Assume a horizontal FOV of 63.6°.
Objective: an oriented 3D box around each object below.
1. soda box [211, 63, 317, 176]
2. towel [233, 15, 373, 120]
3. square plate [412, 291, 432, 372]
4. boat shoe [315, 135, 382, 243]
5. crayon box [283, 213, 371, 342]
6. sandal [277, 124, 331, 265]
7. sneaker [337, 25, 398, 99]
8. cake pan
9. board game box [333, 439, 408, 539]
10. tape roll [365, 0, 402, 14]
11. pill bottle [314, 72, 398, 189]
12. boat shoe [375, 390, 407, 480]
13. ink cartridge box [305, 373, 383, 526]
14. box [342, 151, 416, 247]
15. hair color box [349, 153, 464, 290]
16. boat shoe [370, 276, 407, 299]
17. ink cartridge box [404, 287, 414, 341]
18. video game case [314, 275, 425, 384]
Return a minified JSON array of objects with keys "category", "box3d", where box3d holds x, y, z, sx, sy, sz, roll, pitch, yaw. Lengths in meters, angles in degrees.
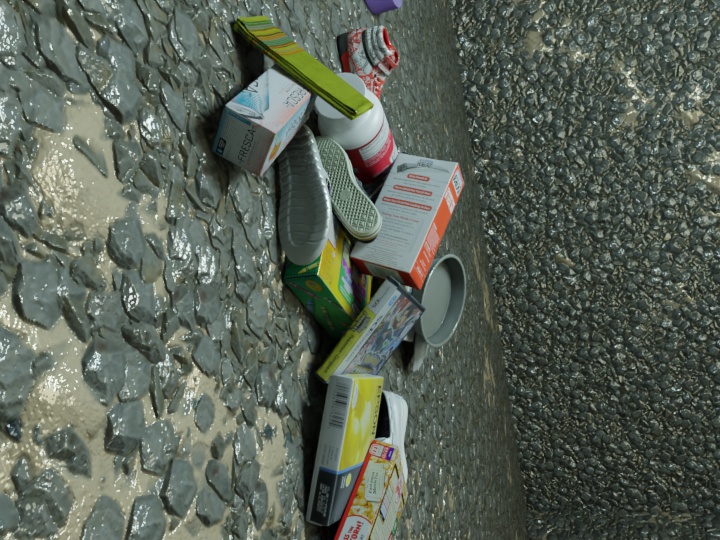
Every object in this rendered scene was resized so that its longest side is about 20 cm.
[{"category":"soda box","box3d":[-0.112,-0.200,0.734,0.064,0.068,0.201,-60,-174,36]},{"category":"towel","box3d":[-0.071,-0.276,0.780,0.199,0.018,0.086,38,35,1]},{"category":"square plate","box3d":[0.155,0.112,1.367,0.200,0.028,0.202,-49,145,-71]},{"category":"boat shoe","box3d":[-0.030,-0.122,0.895,0.201,0.074,0.062,57,-5,22]},{"category":"crayon box","box3d":[-0.044,0.012,0.896,0.201,0.057,0.120,58,31,-51]},{"category":"sandal","box3d":[-0.073,-0.108,0.817,0.050,0.081,0.207,19,65,-64]},{"category":"sneaker","box3d":[0.028,-0.377,1.157,0.067,0.106,0.205,-51,131,-64]},{"category":"cake pan","box3d":[0.168,0.063,1.258,0.199,0.036,0.204,-20,115,-50]},{"category":"board game box","box3d":[0.015,0.383,0.865,0.153,0.046,0.201,78,29,-41]},{"category":"tape roll","box3d":[0.042,-0.724,1.382,0.200,0.065,0.204,-6,90,-70]},{"category":"pill bottle","box3d":[-0.007,-0.232,0.979,0.200,0.110,0.114,55,33,-63]},{"category":"boat shoe","box3d":[0.044,0.313,1.036,0.068,0.071,0.203,33,56,-37]},{"category":"ink cartridge box","box3d":[-0.009,0.257,0.875,0.200,0.046,0.201,21,76,-66]},{"category":"box","box3d":[0.036,-0.095,1.020,0.201,0.036,0.144,-51,155,-34]},{"category":"hair color box","box3d":[0.077,-0.081,0.923,0.202,0.109,0.064,-65,150,-17]},{"category":"boat shoe","box3d":[0.051,0.027,1.031,0.063,0.072,0.204,-80,167,-58]},{"category":"ink cartridge box","box3d":[0.111,0.052,1.269,0.176,0.044,0.204,24,75,-66]},{"category":"video game case","box3d":[0.024,0.109,0.924,0.182,0.025,0.200,-53,157,-1]}]
